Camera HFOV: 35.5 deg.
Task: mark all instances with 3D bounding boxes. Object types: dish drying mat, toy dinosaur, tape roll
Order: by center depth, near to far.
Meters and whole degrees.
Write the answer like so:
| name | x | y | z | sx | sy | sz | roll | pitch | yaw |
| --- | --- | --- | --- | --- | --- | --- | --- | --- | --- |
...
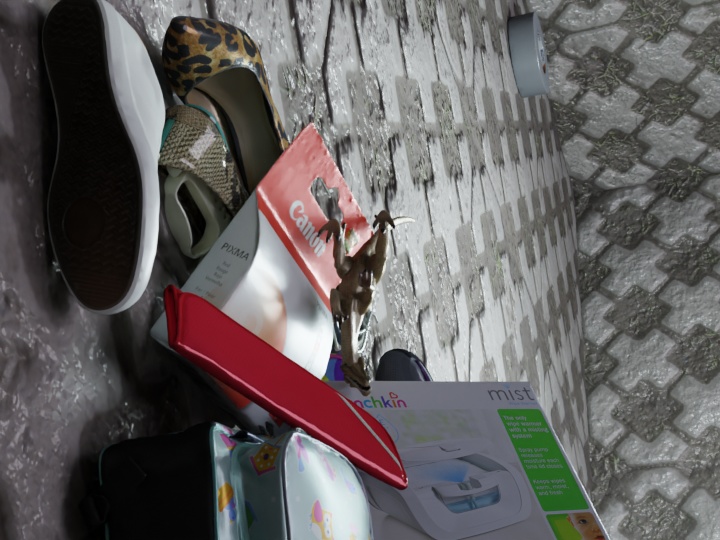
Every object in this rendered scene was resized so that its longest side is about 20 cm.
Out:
| name | x | y | z | sx | sy | sz | roll | pitch | yaw |
| --- | --- | --- | --- | --- | --- | --- | --- | --- | --- |
| dish drying mat | -0.048 | 0.079 | 0.751 | 0.200 | 0.018 | 0.077 | 38 | 14 | -27 |
| toy dinosaur | 0.000 | 0.000 | 0.892 | 0.102 | 0.058 | 0.201 | 86 | 14 | -48 |
| tape roll | 0.416 | -0.531 | 2.773 | 0.200 | 0.066 | 0.203 | -8 | 90 | -72 |

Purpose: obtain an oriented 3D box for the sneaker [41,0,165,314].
| name | x | y | z | sx | sy | sz | roll | pitch | yaw |
| --- | --- | --- | --- | --- | --- | --- | --- | --- | --- |
| sneaker | -0.146 | -0.069 | 0.705 | 0.085 | 0.072 | 0.202 | 26 | 56 | -67 |

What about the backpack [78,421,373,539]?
| name | x | y | z | sx | sy | sz | roll | pitch | yaw |
| --- | --- | --- | --- | --- | --- | --- | --- | --- | --- |
| backpack | -0.069 | 0.188 | 0.714 | 0.200 | 0.152 | 0.178 | 51 | 29 | -71 |

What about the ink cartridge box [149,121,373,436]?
| name | x | y | z | sx | sy | sz | roll | pitch | yaw |
| --- | --- | --- | --- | --- | --- | --- | --- | --- | --- |
| ink cartridge box | -0.052 | 0.016 | 0.854 | 0.201 | 0.050 | 0.163 | -53 | 146 | -16 |

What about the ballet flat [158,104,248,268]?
| name | x | y | z | sx | sy | sz | roll | pitch | yaw |
| --- | --- | --- | --- | --- | --- | --- | --- | --- | --- |
| ballet flat | -0.108 | -0.034 | 0.845 | 0.076 | 0.067 | 0.201 | -63 | 147 | -28 |

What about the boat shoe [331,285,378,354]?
| name | x | y | z | sx | sy | sz | roll | pitch | yaw |
| --- | --- | --- | --- | --- | --- | --- | --- | --- | --- |
| boat shoe | -0.024 | 0.046 | 1.070 | 0.075 | 0.061 | 0.201 | -78 | 154 | -54 |

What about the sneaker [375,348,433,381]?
| name | x | y | z | sx | sy | sz | roll | pitch | yaw |
| --- | --- | --- | --- | --- | --- | --- | --- | --- | --- |
| sneaker | 0.044 | 0.186 | 1.212 | 0.087 | 0.074 | 0.202 | 0 | 83 | -68 |

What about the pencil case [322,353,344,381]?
| name | x | y | z | sx | sy | sz | roll | pitch | yaw |
| --- | --- | --- | --- | --- | --- | --- | --- | --- | --- |
| pencil case | -0.003 | 0.151 | 1.053 | 0.200 | 0.087 | 0.089 | 56 | 30 | -56 |

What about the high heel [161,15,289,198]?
| name | x | y | z | sx | sy | sz | roll | pitch | yaw |
| --- | --- | --- | --- | --- | --- | --- | --- | --- | --- |
| high heel | -0.089 | -0.104 | 0.864 | 0.200 | 0.071 | 0.144 | 54 | 14 | -71 |

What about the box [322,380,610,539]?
| name | x | y | z | sx | sy | sz | roll | pitch | yaw |
| --- | --- | --- | --- | --- | --- | --- | --- | --- | --- |
| box | 0.063 | 0.180 | 0.866 | 0.177 | 0.198 | 0.097 | -111 | -147 | -43 |
